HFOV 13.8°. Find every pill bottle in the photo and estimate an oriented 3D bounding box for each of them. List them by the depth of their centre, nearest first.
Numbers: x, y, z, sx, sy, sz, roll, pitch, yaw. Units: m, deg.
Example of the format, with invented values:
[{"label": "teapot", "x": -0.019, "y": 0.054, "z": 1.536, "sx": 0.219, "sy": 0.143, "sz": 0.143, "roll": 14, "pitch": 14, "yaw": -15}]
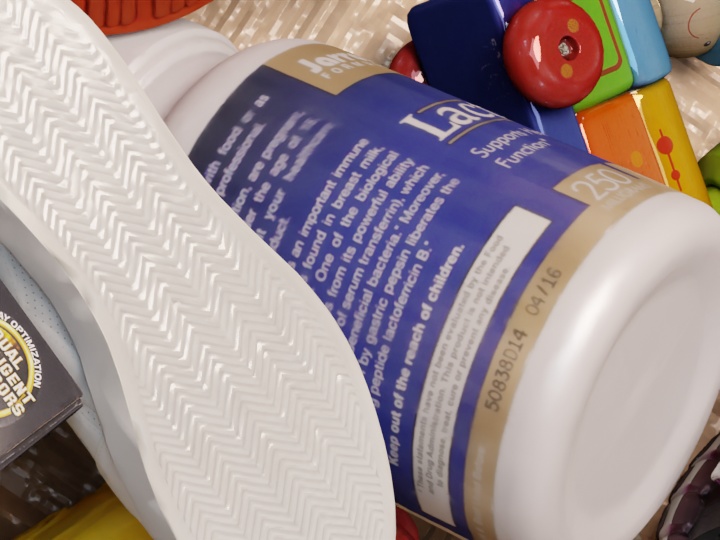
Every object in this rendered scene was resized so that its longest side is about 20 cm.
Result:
[{"label": "pill bottle", "x": 0.000, "y": 0.000, "z": 0.869, "sx": 0.199, "sy": 0.116, "sz": 0.116, "roll": 24, "pitch": 77, "yaw": 27}]

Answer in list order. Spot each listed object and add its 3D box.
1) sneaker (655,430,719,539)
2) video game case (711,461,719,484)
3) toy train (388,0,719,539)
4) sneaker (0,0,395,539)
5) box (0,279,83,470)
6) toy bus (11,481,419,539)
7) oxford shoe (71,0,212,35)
[{"label": "sneaker", "x": 0.160, "y": 0.047, "z": 0.896, "sx": 0.076, "sy": 0.116, "sz": 0.200, "roll": 37, "pitch": 46, "yaw": -9}, {"label": "video game case", "x": 0.231, "y": 0.037, "z": 0.847, "sx": 0.200, "sy": 0.036, "sz": 0.182, "roll": 32, "pitch": 85, "yaw": 2}, {"label": "toy train", "x": 0.098, "y": -0.008, "z": 0.955, "sx": 0.115, "sy": 0.085, "sz": 0.201, "roll": -23, "pitch": 96, "yaw": -31}, {"label": "sneaker", "x": -0.072, "y": 0.015, "z": 0.820, "sx": 0.074, "sy": 0.115, "sz": 0.201, "roll": -37, "pitch": 105, "yaw": -27}, {"label": "box", "x": -0.178, "y": 0.014, "z": 0.824, "sx": 0.049, "sy": 0.200, "sz": 0.161, "roll": -39, "pitch": 92, "yaw": -37}, {"label": "toy bus", "x": -0.035, "y": 0.146, "z": 0.886, "sx": 0.192, "sy": 0.136, "sz": 0.200, "roll": -40, "pitch": 95, "yaw": -29}, {"label": "oxford shoe", "x": -0.051, "y": -0.125, "z": 0.872, "sx": 0.199, "sy": 0.071, "sz": 0.073, "roll": -18, "pitch": 61, "yaw": -21}]
